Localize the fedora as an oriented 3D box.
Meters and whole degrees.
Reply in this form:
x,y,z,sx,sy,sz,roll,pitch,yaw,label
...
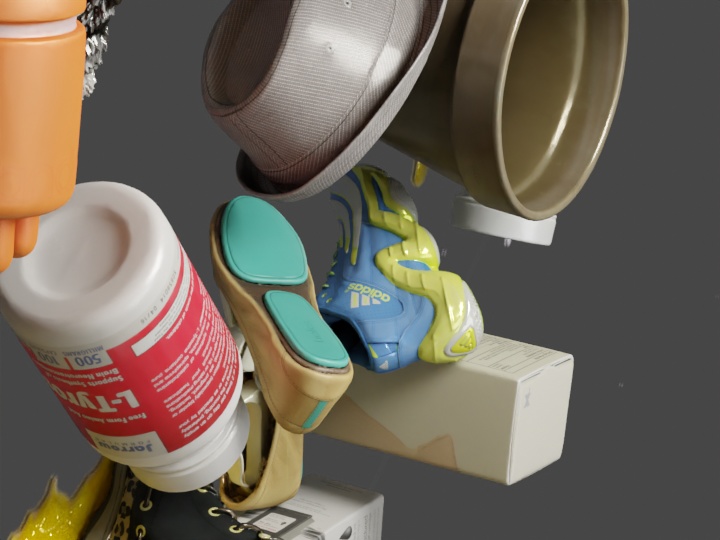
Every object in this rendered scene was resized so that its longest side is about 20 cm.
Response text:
x,y,z,sx,sy,sz,roll,pitch,yaw,label
-0.036,-0.144,1.698,0.090,0.176,0.201,38,65,-28,fedora

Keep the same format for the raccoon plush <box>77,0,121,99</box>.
x,y,z,sx,sy,sz,roll,pitch,yaw,label
-0.170,-0.187,1.474,0.134,0.096,0.201,0,108,-47,raccoon plush

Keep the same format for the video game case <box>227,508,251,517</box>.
x,y,z,sx,sy,sz,roll,pitch,yaw,label
-0.093,0.268,1.885,0.143,0.018,0.201,-45,139,-46,video game case

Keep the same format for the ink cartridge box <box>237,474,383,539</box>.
x,y,z,sx,sy,sz,roll,pitch,yaw,label
-0.063,0.231,1.833,0.200,0.066,0.117,-27,126,-56,ink cartridge box

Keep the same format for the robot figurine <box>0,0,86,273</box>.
x,y,z,sx,sy,sz,roll,pitch,yaw,label
-0.205,-0.103,1.412,0.143,0.116,0.201,-7,111,-38,robot figurine

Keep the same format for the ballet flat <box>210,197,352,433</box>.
x,y,z,sx,sy,sz,roll,pitch,yaw,label
-0.061,0.029,1.696,0.068,0.200,0.063,9,121,-24,ballet flat

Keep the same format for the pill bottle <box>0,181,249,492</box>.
x,y,z,sx,sy,sz,roll,pitch,yaw,label
-0.137,0.047,1.604,0.113,0.112,0.200,-61,148,-26,pill bottle

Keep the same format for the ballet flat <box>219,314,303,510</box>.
x,y,z,sx,sy,sz,roll,pitch,yaw,label
-0.069,0.075,1.798,0.063,0.068,0.201,-20,119,-40,ballet flat

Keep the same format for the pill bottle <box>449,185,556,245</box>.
x,y,z,sx,sy,sz,roll,pitch,yaw,label
0.127,-0.125,2.018,0.112,0.111,0.201,5,97,-62,pill bottle

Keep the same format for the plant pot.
x,y,z,sx,sy,sz,roll,pitch,yaw,label
0.067,-0.148,1.832,0.200,0.173,0.201,-34,130,-53,plant pot

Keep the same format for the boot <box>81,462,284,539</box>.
x,y,z,sx,sy,sz,roll,pitch,yaw,label
-0.088,0.157,1.698,0.205,0.153,0.074,-67,151,-17,boot

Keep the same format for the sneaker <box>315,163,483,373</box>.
x,y,z,sx,sy,sz,roll,pitch,yaw,label
0.000,0.000,1.817,0.104,0.200,0.076,-21,129,-15,sneaker

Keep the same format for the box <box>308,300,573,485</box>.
x,y,z,sx,sy,sz,roll,pitch,yaw,label
0.039,0.082,1.852,0.095,0.199,0.078,-17,116,-58,box
